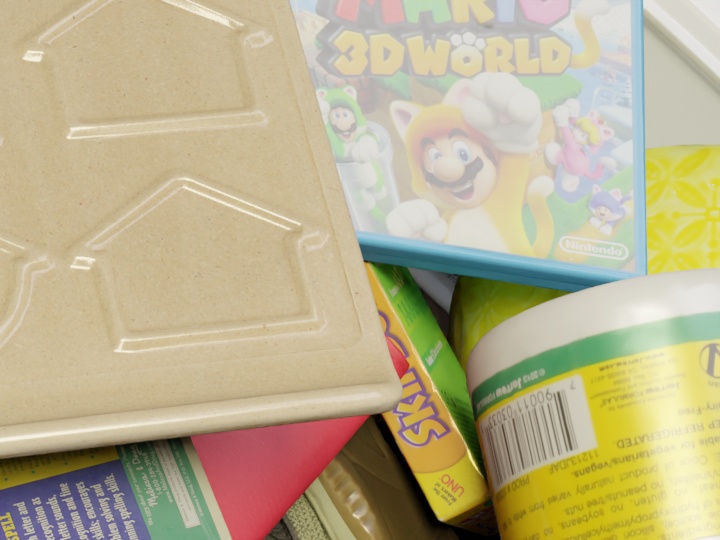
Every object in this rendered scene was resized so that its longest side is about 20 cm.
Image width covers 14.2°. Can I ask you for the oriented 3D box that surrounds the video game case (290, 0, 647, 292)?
[{"bbox_3d":[0.032,-0.094,1.020,0.143,0.018,0.201,8,65,-15],"label":"video game case"}]

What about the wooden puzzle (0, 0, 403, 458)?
[{"bbox_3d":[-0.099,-0.025,0.861,0.185,0.046,0.200,-6,57,-20],"label":"wooden puzzle"}]

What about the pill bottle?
[{"bbox_3d":[0.107,0.110,0.932,0.113,0.113,0.201,10,63,-52],"label":"pill bottle"}]

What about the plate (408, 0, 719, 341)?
[{"bbox_3d":[0.079,-0.040,1.116,0.199,0.200,0.032,41,24,-6],"label":"plate"}]

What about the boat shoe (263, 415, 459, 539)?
[{"bbox_3d":[-0.029,0.064,0.981,0.200,0.065,0.073,60,23,-4],"label":"boat shoe"}]

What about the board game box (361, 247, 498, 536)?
[{"bbox_3d":[0.000,0.000,1.031,0.200,0.030,0.096,65,7,13],"label":"board game box"}]

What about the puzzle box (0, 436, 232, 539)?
[{"bbox_3d":[-0.133,0.021,0.862,0.133,0.025,0.200,-13,65,-24],"label":"puzzle box"}]

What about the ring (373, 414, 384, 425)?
[{"bbox_3d":[0.048,0.110,1.115,0.200,0.019,0.201,36,33,-28],"label":"ring"}]

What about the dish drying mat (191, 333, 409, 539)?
[{"bbox_3d":[-0.066,0.068,0.891,0.077,0.018,0.200,48,57,-9],"label":"dish drying mat"}]

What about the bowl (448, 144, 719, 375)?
[{"bbox_3d":[0.127,0.063,1.068,0.200,0.200,0.108,39,36,-24],"label":"bowl"}]
